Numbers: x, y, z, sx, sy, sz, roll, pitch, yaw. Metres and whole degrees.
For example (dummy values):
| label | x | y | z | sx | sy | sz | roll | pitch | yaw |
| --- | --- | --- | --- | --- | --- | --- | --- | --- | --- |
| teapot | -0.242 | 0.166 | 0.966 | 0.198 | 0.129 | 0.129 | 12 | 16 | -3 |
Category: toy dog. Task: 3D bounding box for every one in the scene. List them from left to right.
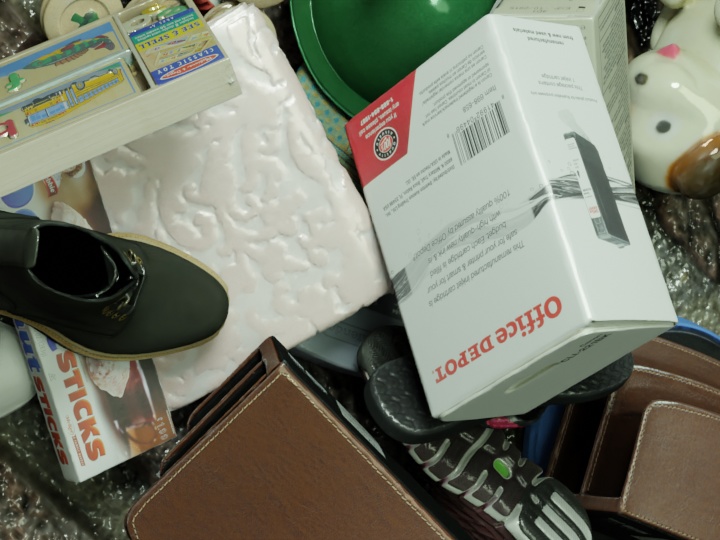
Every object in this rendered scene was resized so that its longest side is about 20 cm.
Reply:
| label | x | y | z | sx | sy | sz | roll | pitch | yaw |
| --- | --- | --- | --- | --- | --- | --- | --- | --- | --- |
| toy dog | 0.252 | -0.134 | 1.578 | 0.199 | 0.139 | 0.195 | -34 | 141 | -26 |

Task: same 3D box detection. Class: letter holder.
| label | x | y | z | sx | sy | sz | roll | pitch | yaw |
| --- | --- | --- | --- | --- | --- | --- | --- | --- | --- |
| letter holder | -0.031 | 0.165 | 1.355 | 0.142 | 0.101 | 0.200 | -44 | 99 | 1 |
| letter holder | 0.241 | 0.125 | 1.528 | 0.199 | 0.100 | 0.143 | 23 | 77 | -26 |

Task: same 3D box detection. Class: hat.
| label | x | y | z | sx | sy | sz | roll | pitch | yaw |
| --- | --- | --- | --- | --- | --- | --- | --- | --- | --- |
| hat | 0.062 | -0.178 | 1.400 | 0.166 | 0.176 | 0.200 | 51 | 58 | -10 |

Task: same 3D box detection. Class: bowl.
| label | x | y | z | sx | sy | sz | roll | pitch | yaw |
| --- | --- | --- | --- | --- | --- | --- | --- | --- | --- |
| bowl | 0.206 | 0.129 | 1.587 | 0.199 | 0.039 | 0.202 | 1 | 89 | -28 |

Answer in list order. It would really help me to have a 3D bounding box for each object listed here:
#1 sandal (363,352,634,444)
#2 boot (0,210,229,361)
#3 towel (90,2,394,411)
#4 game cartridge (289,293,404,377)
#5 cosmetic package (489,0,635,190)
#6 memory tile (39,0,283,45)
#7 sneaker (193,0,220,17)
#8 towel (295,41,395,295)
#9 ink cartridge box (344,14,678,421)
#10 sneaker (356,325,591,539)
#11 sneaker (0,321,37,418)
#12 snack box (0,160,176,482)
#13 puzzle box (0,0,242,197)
| label | x | y | z | sx | sy | sz | roll | pitch | yaw |
| --- | --- | --- | --- | --- | --- | --- | --- | --- | --- |
| sandal | 0.084 | 0.070 | 1.434 | 0.199 | 0.045 | 0.075 | -14 | 57 | -31 |
| boot | -0.135 | 0.012 | 1.279 | 0.199 | 0.138 | 0.078 | 9 | 86 | -35 |
| towel | -0.100 | -0.032 | 1.392 | 0.190 | 0.032 | 0.201 | -29 | 103 | 1 |
| game cartridge | 0.000 | 0.000 | 1.482 | 0.199 | 0.041 | 0.134 | 20 | 84 | -26 |
| cosmetic package | 0.133 | -0.088 | 1.475 | 0.105 | 0.071 | 0.201 | -57 | 145 | -59 |
| memory tile | -0.114 | -0.168 | 1.373 | 0.152 | 0.017 | 0.201 | 8 | 116 | -22 |
| sneaker | -0.144 | -0.252 | 1.398 | 0.200 | 0.078 | 0.116 | 43 | 62 | -34 |
| towel | 0.023 | -0.100 | 1.476 | 0.146 | 0.022 | 0.201 | 41 | 61 | -16 |
| ink cartridge box | 0.087 | -0.028 | 1.354 | 0.083 | 0.144 | 0.201 | 2 | 64 | -41 |
| sneaker | 0.048 | 0.136 | 1.472 | 0.200 | 0.115 | 0.076 | 49 | 46 | -1 |
| sneaker | -0.261 | 0.058 | 1.299 | 0.199 | 0.114 | 0.073 | 2 | 87 | -30 |
| snack box | -0.172 | 0.020 | 1.352 | 0.072 | 0.024 | 0.201 | -24 | 104 | -30 |
| puzzle box | -0.175 | -0.096 | 1.302 | 0.199 | 0.133 | 0.026 | -24 | 120 | -6 |
